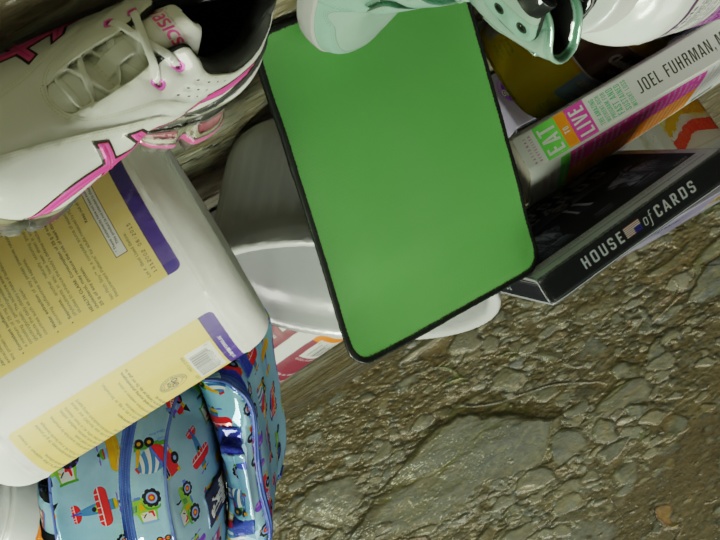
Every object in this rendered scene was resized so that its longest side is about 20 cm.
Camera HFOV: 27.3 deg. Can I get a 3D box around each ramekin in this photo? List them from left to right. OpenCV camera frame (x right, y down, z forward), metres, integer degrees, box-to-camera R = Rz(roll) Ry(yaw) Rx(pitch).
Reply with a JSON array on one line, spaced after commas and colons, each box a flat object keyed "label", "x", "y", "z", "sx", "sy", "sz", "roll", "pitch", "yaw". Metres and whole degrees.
[{"label": "ramekin", "x": -0.004, "y": -0.028, "z": 0.982, "sx": 0.199, "sy": 0.098, "sz": 0.201, "roll": 5, "pitch": 161, "yaw": 2}]

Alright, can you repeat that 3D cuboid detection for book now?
[{"label": "book", "x": 0.193, "y": -0.119, "z": 1.021, "sx": 0.199, "sy": 0.048, "sz": 0.134, "roll": -30, "pitch": 176, "yaw": 1}]

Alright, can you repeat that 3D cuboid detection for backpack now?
[{"label": "backpack", "x": -0.126, "y": 0.125, "z": 0.937, "sx": 0.133, "sy": 0.184, "sz": 0.200, "roll": -2, "pitch": -155, "yaw": 6}]

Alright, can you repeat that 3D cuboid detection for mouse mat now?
[{"label": "mouse mat", "x": 0.027, "y": -0.065, "z": 0.865, "sx": 0.160, "sy": 0.201, "sz": 0.008, "roll": -26, "pitch": -163, "yaw": -33}]

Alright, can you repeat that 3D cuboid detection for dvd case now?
[{"label": "dvd case", "x": 0.151, "y": -0.034, "z": 1.019, "sx": 0.150, "sy": 0.025, "sz": 0.200, "roll": -35, "pitch": -169, "yaw": -8}]

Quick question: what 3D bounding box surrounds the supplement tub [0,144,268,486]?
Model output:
[{"label": "supplement tub", "x": -0.166, "y": 0.024, "z": 0.799, "sx": 0.199, "sy": 0.146, "sz": 0.145, "roll": -31, "pitch": 172, "yaw": -2}]

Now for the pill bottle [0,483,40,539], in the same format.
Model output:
[{"label": "pill bottle", "x": -0.292, "y": 0.132, "z": 0.861, "sx": 0.199, "sy": 0.113, "sz": 0.112, "roll": 10, "pitch": 143, "yaw": -42}]

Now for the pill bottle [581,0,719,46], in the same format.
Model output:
[{"label": "pill bottle", "x": 0.168, "y": -0.193, "z": 0.873, "sx": 0.199, "sy": 0.113, "sz": 0.112, "roll": -22, "pitch": 167, "yaw": -48}]

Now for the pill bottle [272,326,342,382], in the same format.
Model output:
[{"label": "pill bottle", "x": -0.104, "y": 0.053, "z": 1.312, "sx": 0.199, "sy": 0.115, "sz": 0.114, "roll": -35, "pitch": 171, "yaw": 24}]

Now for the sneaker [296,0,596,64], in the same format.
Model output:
[{"label": "sneaker", "x": 0.044, "y": -0.134, "z": 0.738, "sx": 0.074, "sy": 0.119, "sz": 0.200, "roll": -27, "pitch": 172, "yaw": -37}]

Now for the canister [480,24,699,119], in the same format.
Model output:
[{"label": "canister", "x": 0.197, "y": -0.194, "z": 1.072, "sx": 0.199, "sy": 0.087, "sz": 0.148, "roll": -33, "pitch": 171, "yaw": 21}]

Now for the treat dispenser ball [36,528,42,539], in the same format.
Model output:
[{"label": "treat dispenser ball", "x": -0.197, "y": 0.211, "z": 1.252, "sx": 0.200, "sy": 0.202, "sz": 0.201, "roll": -31, "pitch": 172, "yaw": -5}]

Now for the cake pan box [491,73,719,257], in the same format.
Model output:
[{"label": "cake pan box", "x": 0.208, "y": -0.110, "z": 1.263, "sx": 0.199, "sy": 0.185, "sz": 0.052, "roll": -26, "pitch": 166, "yaw": -30}]

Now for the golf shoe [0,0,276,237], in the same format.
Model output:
[{"label": "golf shoe", "x": -0.114, "y": -0.084, "z": 0.642, "sx": 0.200, "sy": 0.073, "sz": 0.092, "roll": -38, "pitch": 173, "yaw": -49}]

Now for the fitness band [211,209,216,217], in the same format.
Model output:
[{"label": "fitness band", "x": -0.129, "y": -0.001, "z": 1.174, "sx": 0.199, "sy": 0.038, "sz": 0.144, "roll": -31, "pitch": 172, "yaw": 1}]
